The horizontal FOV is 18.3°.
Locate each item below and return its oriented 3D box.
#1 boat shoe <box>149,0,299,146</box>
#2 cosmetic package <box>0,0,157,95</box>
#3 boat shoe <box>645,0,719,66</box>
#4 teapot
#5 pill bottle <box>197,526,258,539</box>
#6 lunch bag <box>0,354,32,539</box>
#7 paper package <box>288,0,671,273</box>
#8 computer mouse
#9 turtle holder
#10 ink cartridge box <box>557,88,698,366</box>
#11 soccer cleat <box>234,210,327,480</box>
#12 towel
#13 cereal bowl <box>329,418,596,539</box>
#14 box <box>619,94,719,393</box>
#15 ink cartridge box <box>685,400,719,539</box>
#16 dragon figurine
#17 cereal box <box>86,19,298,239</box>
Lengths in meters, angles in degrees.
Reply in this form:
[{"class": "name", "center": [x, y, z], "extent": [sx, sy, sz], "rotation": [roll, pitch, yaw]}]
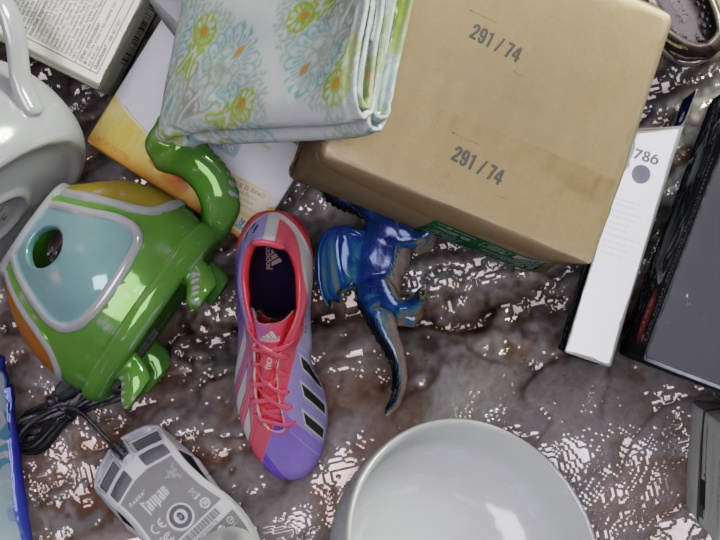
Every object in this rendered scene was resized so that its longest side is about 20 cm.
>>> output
[{"class": "boat shoe", "center": [-0.055, -0.142, 1.542], "extent": [0.200, 0.072, 0.068], "rotation": [39, 83, 6]}, {"class": "cosmetic package", "center": [-0.245, -0.213, 1.581], "extent": [0.200, 0.087, 0.104], "rotation": [28, 92, 1]}, {"class": "boat shoe", "center": [0.192, -0.233, 1.580], "extent": [0.072, 0.060, 0.200], "rotation": [-35, 88, 2]}, {"class": "teapot", "center": [-0.295, -0.083, 1.537], "extent": [0.200, 0.197, 0.146], "rotation": [-41, 77, -10]}, {"class": "pill bottle", "center": [-0.050, 0.277, 1.533], "extent": [0.111, 0.111, 0.200], "rotation": [-45, 113, 1]}, {"class": "lunch bag", "center": [-0.335, 0.154, 1.566], "extent": [0.199, 0.127, 0.171], "rotation": [-8, 91, -6]}, {"class": "paper package", "center": [0.078, -0.116, 1.480], "extent": [0.199, 0.103, 0.191], "rotation": [21, 83, -11]}, {"class": "computer mouse", "center": [-0.150, 0.154, 1.598], "extent": [0.110, 0.044, 0.200], "rotation": [-42, 83, -4]}, {"class": "turtle holder", "center": [-0.163, -0.007, 1.528], "extent": [0.132, 0.141, 0.186], "rotation": [35, 115, 1]}, {"class": "ink cartridge box", "center": [0.184, -0.033, 1.558], "extent": [0.039, 0.099, 0.201], "rotation": [18, 89, 3]}, {"class": "soccer cleat", "center": [-0.060, 0.057, 1.560], "extent": [0.066, 0.076, 0.201], "rotation": [1, 105, 6]}, {"class": "towel", "center": [-0.046, -0.167, 1.434], "extent": [0.200, 0.048, 0.172], "rotation": [0, 72, 44]}, {"class": "cereal bowl", "center": [0.063, 0.208, 1.548], "extent": [0.199, 0.083, 0.201], "rotation": [10, 67, -24]}, {"class": "box", "center": [0.262, -0.016, 1.514], "extent": [0.104, 0.182, 0.201], "rotation": [21, 89, 2]}, {"class": "ink cartridge box", "center": [0.302, 0.139, 1.503], "extent": [0.144, 0.200, 0.085], "rotation": [4, 92, 2]}, {"class": "dragon figurine", "center": [0.000, 0.000, 1.583], "extent": [0.099, 0.059, 0.201], "rotation": [7, 85, 4]}, {"class": "cereal box", "center": [-0.083, -0.138, 1.598], "extent": [0.144, 0.040, 0.200], "rotation": [31, 90, 2]}]
